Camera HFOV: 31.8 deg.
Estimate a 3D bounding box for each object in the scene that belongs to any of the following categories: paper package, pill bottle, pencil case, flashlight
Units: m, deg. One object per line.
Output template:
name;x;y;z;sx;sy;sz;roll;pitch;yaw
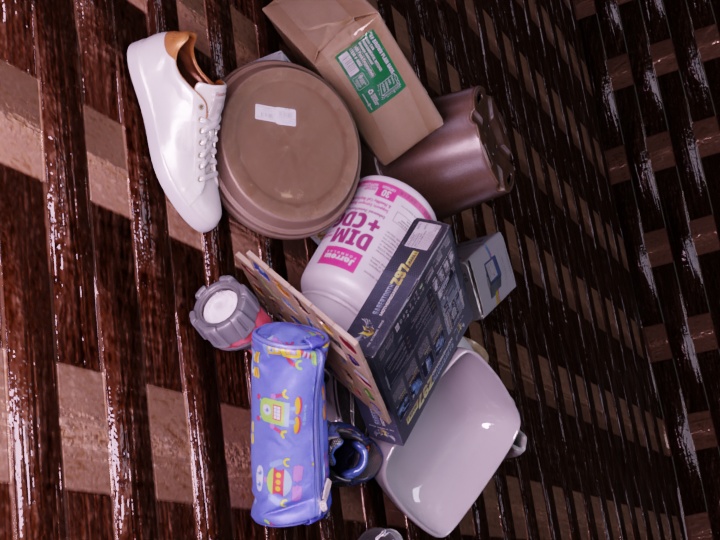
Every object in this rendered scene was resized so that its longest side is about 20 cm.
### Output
paper package;-0.008;-0.260;1.595;0.201;0.103;0.191;53;-1;-43
pill bottle;0.000;0.000;1.454;0.114;0.112;0.202;55;53;-39
pencil case;-0.066;0.153;1.231;0.078;0.086;0.204;-17;111;-56
flashlight;-0.102;0.086;1.301;0.201;0.067;0.069;57;36;-48

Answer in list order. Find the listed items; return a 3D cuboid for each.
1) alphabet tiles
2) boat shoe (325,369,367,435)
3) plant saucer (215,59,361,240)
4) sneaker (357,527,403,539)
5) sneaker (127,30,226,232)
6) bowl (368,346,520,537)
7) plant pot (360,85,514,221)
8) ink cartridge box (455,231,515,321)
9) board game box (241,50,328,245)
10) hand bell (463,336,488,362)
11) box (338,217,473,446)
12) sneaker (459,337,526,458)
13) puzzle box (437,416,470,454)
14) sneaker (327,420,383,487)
alphabet tiles;-0.052;0.061;1.299;0.199;0.008;0.168;39;-17;32
boat shoe;-0.006;0.121;1.496;0.071;0.063;0.203;34;46;-57
plant saucer;-0.081;-0.135;1.385;0.197;0.029;0.204;6;78;-28
sneaker;0.054;0.391;1.458;0.087;0.074;0.204;8;69;-72
sneaker;-0.166;-0.140;1.263;0.073;0.083;0.203;-41;115;-68
bowl;0.091;0.202;1.543;0.201;0.074;0.201;-53;136;-16
plant pot;0.098;-0.153;1.751;0.200;0.195;0.203;46;36;-48
ink cartridge box;0.120;0.020;1.758;0.200;0.143;0.089;-28;102;-68
board game box;-0.069;-0.142;1.521;0.200;0.063;0.150;44;38;-49
hand bell;0.107;0.198;1.723;0.104;0.103;0.202;51;44;-44
box;0.055;0.068;1.411;0.201;0.050;0.159;-58;145;-32
sneaker;0.163;0.162;1.682;0.070;0.080;0.202;-38;105;-30
puzzle box;0.070;0.139;1.610;0.132;0.025;0.203;-24;103;-24
sneaker;-0.022;0.202;1.359;0.199;0.077;0.077;27;81;-61
